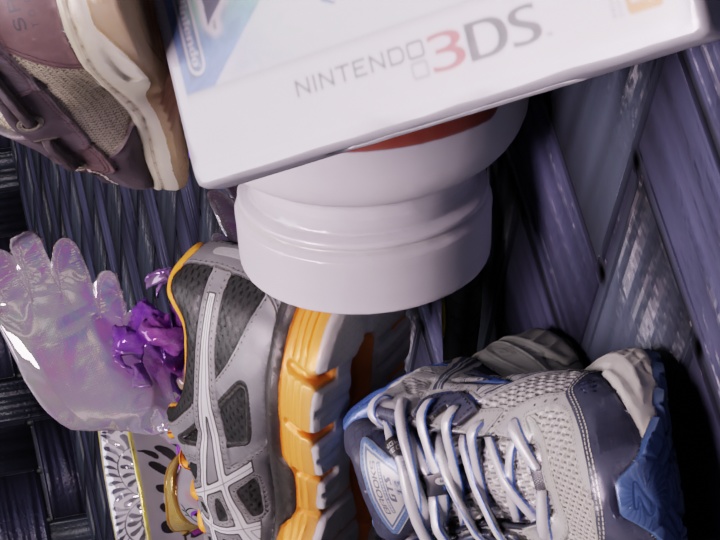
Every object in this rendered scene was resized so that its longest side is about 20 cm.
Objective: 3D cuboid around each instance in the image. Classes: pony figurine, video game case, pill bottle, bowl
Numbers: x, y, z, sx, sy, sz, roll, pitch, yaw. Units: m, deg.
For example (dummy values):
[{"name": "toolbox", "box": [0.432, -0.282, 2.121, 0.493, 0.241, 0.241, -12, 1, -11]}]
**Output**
[{"name": "pony figurine", "box": [-0.066, 0.054, 1.286, 0.200, 0.166, 0.193, -9, 98, 64]}, {"name": "video game case", "box": [0.001, -0.137, 0.731, 0.182, 0.022, 0.200, -15, 88, 41]}, {"name": "pill bottle", "box": [-0.003, -0.093, 0.860, 0.112, 0.112, 0.200, -117, 22, -59]}, {"name": "bowl", "box": [-0.089, 0.119, 1.541, 0.201, 0.094, 0.201, 171, 90, -80]}]

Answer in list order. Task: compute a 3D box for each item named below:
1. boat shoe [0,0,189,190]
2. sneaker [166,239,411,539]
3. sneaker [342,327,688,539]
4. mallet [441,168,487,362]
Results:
[{"name": "boat shoe", "box": [-0.090, -0.067, 0.851, 0.200, 0.065, 0.072, 77, -173, -81]}, {"name": "sneaker", "box": [-0.031, 0.067, 0.972, 0.077, 0.078, 0.200, 26, 133, 22]}, {"name": "sneaker", "box": [0.042, 0.064, 0.835, 0.200, 0.085, 0.077, -176, 77, -78]}, {"name": "mallet", "box": [0.034, 0.035, 1.004, 0.066, 0.041, 0.200, -119, 27, -67]}]
